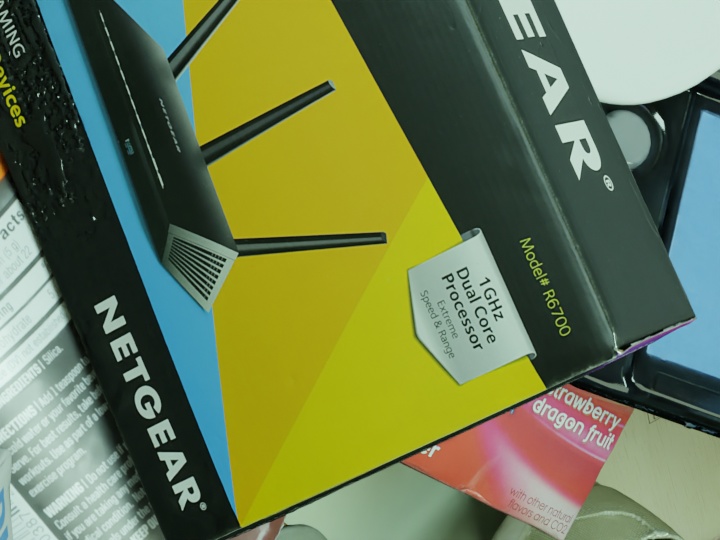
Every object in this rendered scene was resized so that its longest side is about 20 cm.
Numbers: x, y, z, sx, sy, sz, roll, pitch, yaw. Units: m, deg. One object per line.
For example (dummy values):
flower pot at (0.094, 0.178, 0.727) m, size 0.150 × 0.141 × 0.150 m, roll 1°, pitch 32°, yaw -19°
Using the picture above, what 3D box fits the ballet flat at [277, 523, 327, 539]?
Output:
ballet flat at (-0.031, 0.188, 0.887) m, size 0.067 × 0.064 × 0.200 m, roll 2°, pitch 109°, yaw -43°

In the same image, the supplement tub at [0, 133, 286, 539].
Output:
supplement tub at (-0.116, 0.021, 0.714) m, size 0.107 × 0.107 × 0.200 m, roll -43°, pitch 106°, yaw -18°

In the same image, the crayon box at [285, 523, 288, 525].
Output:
crayon box at (-0.031, 0.182, 0.968) m, size 0.126 × 0.052 × 0.200 m, roll -49°, pitch 135°, yaw -12°

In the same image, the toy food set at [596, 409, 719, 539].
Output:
toy food set at (0.102, 0.041, 1.022) m, size 0.143 × 0.060 × 0.200 m, roll -26°, pitch 126°, yaw -17°

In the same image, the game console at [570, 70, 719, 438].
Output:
game console at (0.172, -0.027, 0.806) m, size 0.200 × 0.119 × 0.173 m, roll 20°, pitch 75°, yaw -18°

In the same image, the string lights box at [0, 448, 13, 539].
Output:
string lights box at (-0.191, 0.092, 0.675) m, size 0.059 × 0.199 × 0.103 m, roll -62°, pitch 155°, yaw -60°

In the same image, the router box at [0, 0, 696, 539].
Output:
router box at (-0.022, -0.046, 0.657) m, size 0.051 × 0.149 × 0.200 m, roll -16°, pitch 80°, yaw -57°

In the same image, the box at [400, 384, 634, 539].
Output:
box at (0.000, 0.000, 0.847) m, size 0.200 × 0.095 × 0.100 m, roll 29°, pitch 90°, yaw -35°

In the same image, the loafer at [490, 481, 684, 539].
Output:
loafer at (0.058, 0.155, 0.925) m, size 0.076 × 0.068 × 0.200 m, roll 52°, pitch 55°, yaw -33°

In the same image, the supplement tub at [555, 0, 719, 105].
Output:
supplement tub at (0.024, -0.137, 0.746) m, size 0.140 × 0.200 × 0.141 m, roll -20°, pitch 123°, yaw -34°
